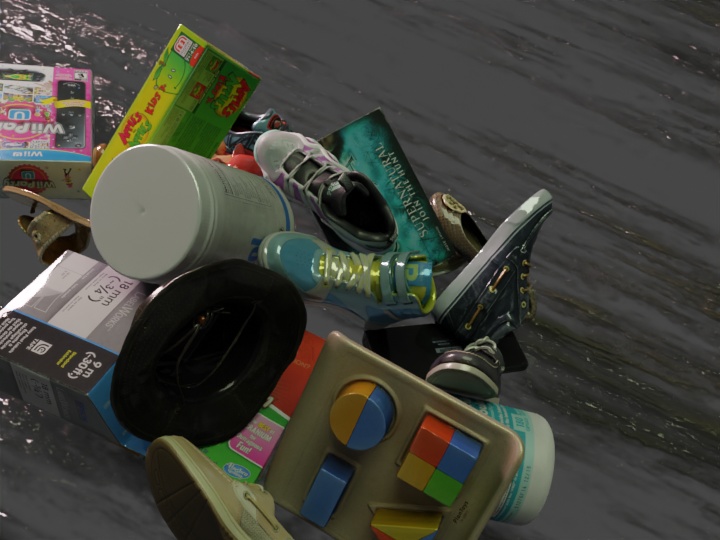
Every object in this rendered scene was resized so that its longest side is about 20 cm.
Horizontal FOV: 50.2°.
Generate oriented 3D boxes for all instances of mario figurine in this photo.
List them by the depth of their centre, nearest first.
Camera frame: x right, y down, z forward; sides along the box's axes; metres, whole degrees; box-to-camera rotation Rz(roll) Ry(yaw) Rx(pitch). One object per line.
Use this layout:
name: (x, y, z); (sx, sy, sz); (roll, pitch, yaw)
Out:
mario figurine: (-0.218, -0.132, 0.947); (0.198, 0.107, 0.124); (2, 19, -4)

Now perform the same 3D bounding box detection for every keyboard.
keyboard: (0.095, 0.079, 0.921); (0.198, 0.021, 0.128); (-3, 51, -22)

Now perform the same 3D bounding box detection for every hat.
hat: (-0.148, 0.062, 0.687); (0.200, 0.202, 0.081); (-25, 43, -36)

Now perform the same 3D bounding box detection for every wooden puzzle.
wooden puzzle: (0.018, 0.179, 0.678); (0.199, 0.187, 0.046); (30, 21, 13)

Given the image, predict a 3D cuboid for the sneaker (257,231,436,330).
sneaker: (0.000, 0.000, 0.805); (0.199, 0.130, 0.080); (23, 64, -39)

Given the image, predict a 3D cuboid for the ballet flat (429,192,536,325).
ballet flat: (0.157, -0.022, 0.966); (0.067, 0.046, 0.201); (-18, 71, -52)

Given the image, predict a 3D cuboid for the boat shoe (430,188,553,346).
boat shoe: (0.178, 0.005, 0.903); (0.091, 0.201, 0.071); (41, 4, 11)

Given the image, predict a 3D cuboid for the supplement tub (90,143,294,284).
supplement tub: (-0.164, -0.049, 0.796); (0.132, 0.133, 0.200); (37, 12, 18)

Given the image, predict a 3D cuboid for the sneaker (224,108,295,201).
sneaker: (-0.120, -0.164, 1.028); (0.198, 0.096, 0.080); (23, 44, 4)

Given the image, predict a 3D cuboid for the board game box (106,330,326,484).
board game box: (-0.136, 0.121, 0.783); (0.152, 0.041, 0.201); (24, 44, 5)

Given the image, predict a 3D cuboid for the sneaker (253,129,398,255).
sneaker: (-0.034, -0.096, 0.841); (0.199, 0.140, 0.078); (35, 86, -2)

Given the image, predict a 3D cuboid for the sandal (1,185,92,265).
sandal: (-0.330, -0.037, 0.849); (0.210, 0.078, 0.070); (15, 79, 23)

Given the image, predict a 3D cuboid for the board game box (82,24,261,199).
board game box: (-0.201, -0.148, 0.825); (0.048, 0.201, 0.101); (38, 10, 24)

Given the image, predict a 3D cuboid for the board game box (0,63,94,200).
board game box: (-0.411, -0.177, 0.965); (0.146, 0.065, 0.201); (-1, 48, -19)

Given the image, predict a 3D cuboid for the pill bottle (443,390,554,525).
pill bottle: (0.080, 0.175, 0.754); (0.198, 0.111, 0.111); (14, 44, -6)

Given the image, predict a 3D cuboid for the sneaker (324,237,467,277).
sneaker: (0.058, -0.050, 0.982); (0.198, 0.089, 0.077); (5, 45, -15)

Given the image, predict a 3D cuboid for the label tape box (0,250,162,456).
label tape box: (-0.236, 0.073, 0.727); (0.198, 0.064, 0.145); (19, 44, 13)

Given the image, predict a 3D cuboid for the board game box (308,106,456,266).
board game box: (0.011, -0.076, 0.929); (0.134, 0.028, 0.201); (-28, 90, -5)

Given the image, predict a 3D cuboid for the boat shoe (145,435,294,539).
boat shoe: (-0.107, 0.219, 0.663); (0.200, 0.072, 0.065); (49, 36, 5)

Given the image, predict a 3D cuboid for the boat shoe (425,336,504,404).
boat shoe: (0.112, 0.098, 0.786); (0.072, 0.200, 0.063); (8, 75, 17)
